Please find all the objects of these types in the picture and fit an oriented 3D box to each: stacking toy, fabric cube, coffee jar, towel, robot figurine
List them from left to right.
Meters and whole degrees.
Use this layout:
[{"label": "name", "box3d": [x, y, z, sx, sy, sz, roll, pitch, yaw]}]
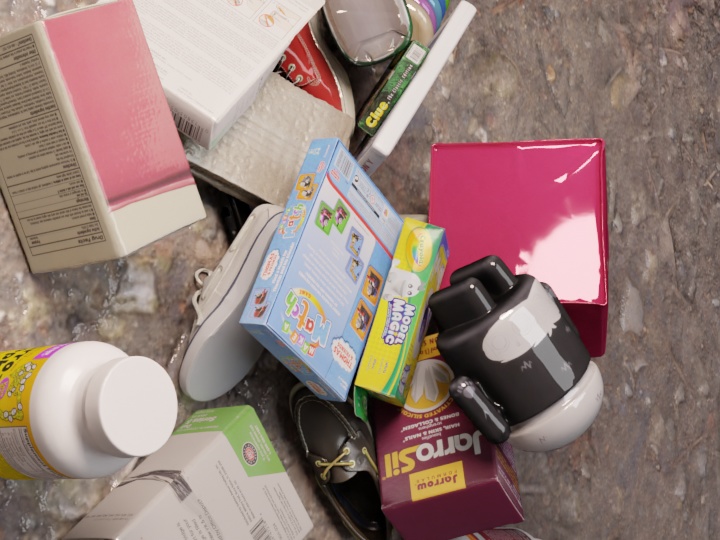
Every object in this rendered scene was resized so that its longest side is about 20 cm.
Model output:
[{"label": "towel", "box3d": [-0.096, -0.132, 1.225, 0.199, 0.034, 0.133, 27, 68, -35]}, {"label": "coffee jar", "box3d": [0.006, -0.275, 1.329, 0.200, 0.085, 0.105, -93, 159, -79]}, {"label": "stacking toy", "box3d": [0.078, -0.338, 1.505, 0.086, 0.085, 0.200, 57, 41, -25]}, {"label": "robot figurine", "box3d": [0.153, 0.085, 1.229, 0.150, 0.125, 0.200, -37, 99, 0]}, {"label": "fabric cube", "box3d": [0.185, -0.021, 1.418, 0.199, 0.199, 0.197, 64, 28, -68]}]

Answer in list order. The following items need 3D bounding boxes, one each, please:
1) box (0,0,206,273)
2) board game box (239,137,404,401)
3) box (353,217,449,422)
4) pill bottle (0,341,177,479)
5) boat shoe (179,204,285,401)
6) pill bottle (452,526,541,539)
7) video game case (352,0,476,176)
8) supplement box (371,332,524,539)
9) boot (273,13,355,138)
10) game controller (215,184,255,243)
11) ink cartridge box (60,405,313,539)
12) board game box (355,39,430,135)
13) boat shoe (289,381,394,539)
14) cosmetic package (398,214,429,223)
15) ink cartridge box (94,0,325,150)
[{"label": "box", "box3d": [-0.237, -0.113, 1.053, 0.109, 0.127, 0.201, -31, 108, -48]}, {"label": "board game box", "box3d": [-0.030, 0.000, 1.173, 0.151, 0.036, 0.201, 49, 52, -46]}, {"label": "box", "box3d": [0.040, 0.058, 1.248, 0.117, 0.048, 0.201, 57, 52, -78]}, {"label": "pill bottle", "box3d": [-0.234, 0.109, 0.961, 0.104, 0.199, 0.105, 12, 75, -48]}, {"label": "boat shoe", "box3d": [-0.128, 0.024, 1.200, 0.074, 0.086, 0.203, 23, 96, -43]}, {"label": "pill bottle", "box3d": [0.148, 0.354, 1.432, 0.199, 0.113, 0.114, 13, 74, -47]}, {"label": "video game case", "box3d": [0.041, -0.176, 1.331, 0.023, 0.182, 0.201, 33, 69, -6]}, {"label": "supplement box", "box3d": [0.088, 0.175, 1.322, 0.103, 0.130, 0.201, 58, 20, -47]}, {"label": "boot", "box3d": [-0.090, -0.209, 1.289, 0.144, 0.072, 0.201, -26, 95, -48]}, {"label": "game controller", "box3d": [-0.109, -0.090, 1.265, 0.104, 0.042, 0.201, -28, 105, -48]}, {"label": "ink cartridge box", "box3d": [-0.152, 0.239, 1.123, 0.200, 0.084, 0.146, -43, 115, -45]}, {"label": "board game box", "box3d": [0.032, -0.199, 1.331, 0.023, 0.200, 0.105, 35, 97, -6]}, {"label": "boat shoe", "box3d": [-0.014, 0.203, 1.290, 0.202, 0.071, 0.061, 60, 14, -25]}, {"label": "cosmetic package", "box3d": [0.000, 0.000, 1.322, 0.200, 0.073, 0.104, -13, 103, -59]}, {"label": "ink cartridge box", "box3d": [-0.151, -0.228, 1.166, 0.161, 0.050, 0.200, 34, 53, 3]}]
